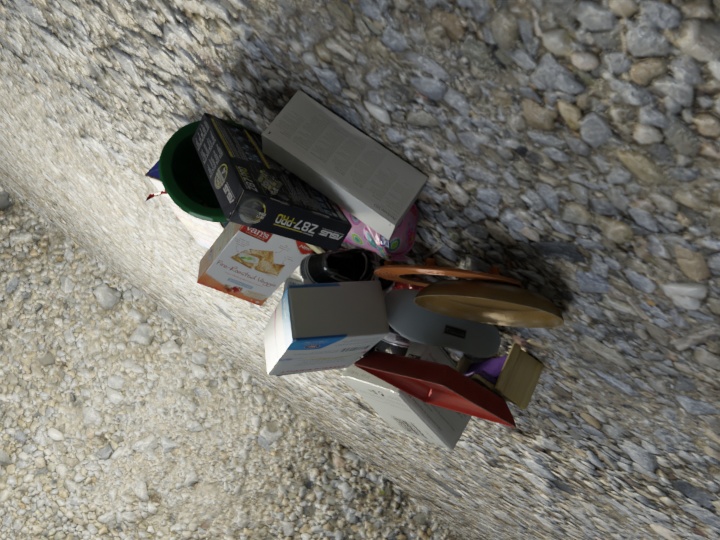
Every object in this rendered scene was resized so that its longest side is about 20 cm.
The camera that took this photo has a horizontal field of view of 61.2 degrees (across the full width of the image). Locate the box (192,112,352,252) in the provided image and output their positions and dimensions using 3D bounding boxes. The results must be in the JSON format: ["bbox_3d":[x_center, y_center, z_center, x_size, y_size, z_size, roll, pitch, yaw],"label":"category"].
[{"bbox_3d":[-0.116,-0.115,0.781,0.159,0.049,0.201,17,-152,-40],"label":"box"}]

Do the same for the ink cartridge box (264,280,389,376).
[{"bbox_3d":[-0.059,0.091,0.922,0.142,0.086,0.200,-2,157,-21],"label":"ink cartridge box"}]

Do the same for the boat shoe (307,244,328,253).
[{"bbox_3d":[-0.091,-0.086,0.973,0.201,0.063,0.074,44,172,-6],"label":"boat shoe"}]

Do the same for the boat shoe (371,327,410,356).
[{"bbox_3d":[0.043,0.140,1.165,0.069,0.068,0.200,13,180,-20],"label":"boat shoe"}]

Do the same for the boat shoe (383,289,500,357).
[{"bbox_3d":[0.118,0.079,0.941,0.196,0.075,0.068,15,178,-12],"label":"boat shoe"}]

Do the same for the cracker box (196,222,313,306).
[{"bbox_3d":[-0.183,-0.028,1.068,0.132,0.058,0.200,22,133,-29],"label":"cracker box"}]

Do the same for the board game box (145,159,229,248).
[{"bbox_3d":[-0.269,-0.124,1.127,0.158,0.097,0.201,21,154,33],"label":"board game box"}]

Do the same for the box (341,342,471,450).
[{"bbox_3d":[0.104,0.236,1.242,0.200,0.132,0.197,48,155,-26],"label":"box"}]

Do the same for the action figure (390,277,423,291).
[{"bbox_3d":[0.078,0.057,1.030,0.064,0.052,0.201,18,154,3],"label":"action figure"}]

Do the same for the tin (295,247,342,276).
[{"bbox_3d":[-0.066,-0.004,1.146,0.198,0.042,0.112,5,147,52],"label":"tin"}]

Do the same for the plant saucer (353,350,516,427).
[{"bbox_3d":[0.119,0.180,0.953,0.199,0.037,0.198,34,161,-36],"label":"plant saucer"}]

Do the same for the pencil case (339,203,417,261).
[{"bbox_3d":[-0.010,-0.071,0.862,0.198,0.088,0.088,18,152,40],"label":"pencil case"}]

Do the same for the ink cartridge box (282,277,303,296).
[{"bbox_3d":[-0.028,0.062,1.153,0.158,0.048,0.199,13,180,32],"label":"ink cartridge box"}]

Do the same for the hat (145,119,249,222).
[{"bbox_3d":[-0.230,-0.124,0.968,0.201,0.165,0.177,49,157,12],"label":"hat"}]

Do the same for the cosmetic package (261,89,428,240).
[{"bbox_3d":[-0.021,-0.132,0.762,0.198,0.083,0.051,35,158,5],"label":"cosmetic package"}]

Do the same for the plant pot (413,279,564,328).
[{"bbox_3d":[0.170,0.044,0.810,0.196,0.028,0.200,11,169,2],"label":"plant pot"}]

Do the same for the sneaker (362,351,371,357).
[{"bbox_3d":[-0.032,0.138,1.178,0.200,0.081,0.073,-174,71,-80],"label":"sneaker"}]

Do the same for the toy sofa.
[{"bbox_3d":[0.208,0.178,1.032,0.097,0.084,0.200,35,159,-6],"label":"toy sofa"}]

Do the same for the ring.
[{"bbox_3d":[0.116,0.007,0.810,0.196,0.020,0.201,7,172,1],"label":"ring"}]

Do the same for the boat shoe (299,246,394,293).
[{"bbox_3d":[-0.001,-0.003,0.927,0.067,0.075,0.197,-20,159,39],"label":"boat shoe"}]
